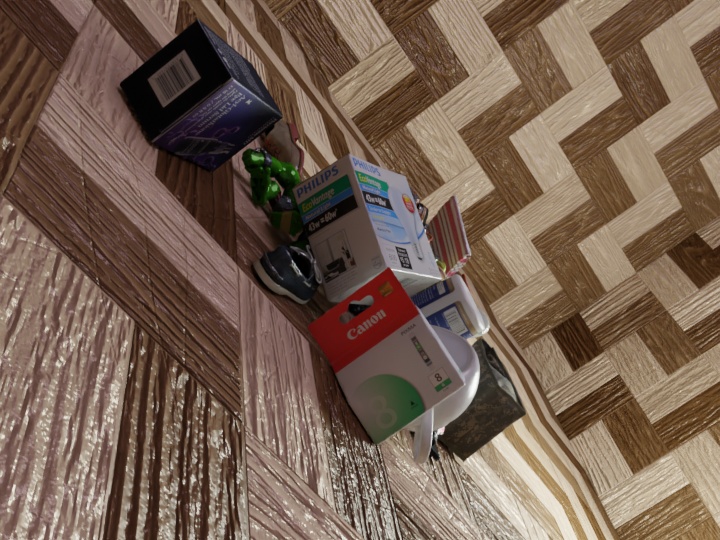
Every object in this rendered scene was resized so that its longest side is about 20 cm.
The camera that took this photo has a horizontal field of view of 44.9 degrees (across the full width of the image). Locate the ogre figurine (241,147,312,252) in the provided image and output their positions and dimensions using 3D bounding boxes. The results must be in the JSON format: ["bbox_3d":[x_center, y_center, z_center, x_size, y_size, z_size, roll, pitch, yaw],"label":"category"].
[{"bbox_3d":[-0.122,-0.119,1.489,0.200,0.099,0.119,43,26,13],"label":"ogre figurine"}]

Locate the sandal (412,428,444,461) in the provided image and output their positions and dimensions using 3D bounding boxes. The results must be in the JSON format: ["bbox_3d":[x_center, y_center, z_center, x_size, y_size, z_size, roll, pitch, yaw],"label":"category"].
[{"bbox_3d":[0.120,0.263,1.543,0.076,0.045,0.201,53,11,-17],"label":"sandal"}]

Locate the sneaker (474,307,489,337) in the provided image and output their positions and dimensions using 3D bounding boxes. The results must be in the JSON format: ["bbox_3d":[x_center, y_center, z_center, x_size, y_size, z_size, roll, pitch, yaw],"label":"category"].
[{"bbox_3d":[0.184,0.078,1.794,0.199,0.072,0.073,40,45,-28],"label":"sneaker"}]

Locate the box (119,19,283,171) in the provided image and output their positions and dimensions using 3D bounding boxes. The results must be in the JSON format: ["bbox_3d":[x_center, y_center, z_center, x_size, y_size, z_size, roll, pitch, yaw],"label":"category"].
[{"bbox_3d":[-0.221,-0.243,1.248,0.105,0.147,0.200,57,11,13],"label":"box"}]

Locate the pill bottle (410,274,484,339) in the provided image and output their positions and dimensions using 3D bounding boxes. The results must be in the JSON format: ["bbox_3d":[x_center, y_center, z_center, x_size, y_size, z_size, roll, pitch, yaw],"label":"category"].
[{"bbox_3d":[0.113,0.100,1.556,0.112,0.197,0.111,59,10,-18],"label":"pill bottle"}]

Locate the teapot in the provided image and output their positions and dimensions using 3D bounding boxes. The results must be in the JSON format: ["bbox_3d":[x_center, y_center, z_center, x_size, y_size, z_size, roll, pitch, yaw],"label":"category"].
[{"bbox_3d":[0.097,0.191,1.398,0.196,0.149,0.198,27,33,37],"label":"teapot"}]

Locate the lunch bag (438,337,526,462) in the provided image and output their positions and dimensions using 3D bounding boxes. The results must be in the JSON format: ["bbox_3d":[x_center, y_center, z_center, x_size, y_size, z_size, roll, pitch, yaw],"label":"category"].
[{"bbox_3d":[0.213,0.241,1.702,0.117,0.163,0.201,43,16,-26],"label":"lunch bag"}]

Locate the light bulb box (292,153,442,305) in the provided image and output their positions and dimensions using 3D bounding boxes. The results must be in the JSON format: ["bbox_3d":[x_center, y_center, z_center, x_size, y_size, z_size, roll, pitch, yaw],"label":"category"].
[{"bbox_3d":[0.013,-0.059,1.431,0.197,0.123,0.203,9,58,-59],"label":"light bulb box"}]

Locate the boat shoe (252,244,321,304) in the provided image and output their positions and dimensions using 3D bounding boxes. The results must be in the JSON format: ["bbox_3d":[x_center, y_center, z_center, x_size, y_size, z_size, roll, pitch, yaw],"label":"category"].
[{"bbox_3d":[-0.097,-0.001,1.314,0.076,0.061,0.200,57,10,20],"label":"boat shoe"}]

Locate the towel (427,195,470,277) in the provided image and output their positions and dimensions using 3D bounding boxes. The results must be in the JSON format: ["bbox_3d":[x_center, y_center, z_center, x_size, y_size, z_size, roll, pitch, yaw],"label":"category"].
[{"bbox_3d":[0.171,-0.044,1.845,0.029,0.200,0.149,4,57,-25],"label":"towel"}]

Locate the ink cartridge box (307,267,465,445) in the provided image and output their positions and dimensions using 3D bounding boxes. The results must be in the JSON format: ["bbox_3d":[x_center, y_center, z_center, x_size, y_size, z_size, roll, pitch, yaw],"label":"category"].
[{"bbox_3d":[0.035,0.124,1.267,0.202,0.160,0.050,55,7,0],"label":"ink cartridge box"}]

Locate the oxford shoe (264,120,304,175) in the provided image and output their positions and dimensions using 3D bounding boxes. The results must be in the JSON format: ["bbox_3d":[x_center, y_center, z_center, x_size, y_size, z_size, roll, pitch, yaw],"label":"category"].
[{"bbox_3d":[-0.164,-0.239,1.772,0.074,0.071,0.202,17,32,-28],"label":"oxford shoe"}]

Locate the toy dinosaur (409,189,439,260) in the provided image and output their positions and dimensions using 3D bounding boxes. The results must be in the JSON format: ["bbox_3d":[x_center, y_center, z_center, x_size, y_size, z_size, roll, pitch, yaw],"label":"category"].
[{"bbox_3d":[0.076,-0.039,1.567,0.101,0.202,0.136,23,-20,19],"label":"toy dinosaur"}]

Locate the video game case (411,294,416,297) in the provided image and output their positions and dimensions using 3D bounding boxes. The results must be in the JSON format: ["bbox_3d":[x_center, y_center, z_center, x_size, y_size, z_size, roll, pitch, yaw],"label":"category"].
[{"bbox_3d":[0.121,0.060,1.736,0.202,0.023,0.182,61,9,11],"label":"video game case"}]

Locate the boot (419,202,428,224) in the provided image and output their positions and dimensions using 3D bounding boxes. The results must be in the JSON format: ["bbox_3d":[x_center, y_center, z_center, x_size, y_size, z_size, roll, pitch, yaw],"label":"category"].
[{"bbox_3d":[0.047,-0.096,1.883,0.138,0.201,0.077,43,-10,-31],"label":"boot"}]

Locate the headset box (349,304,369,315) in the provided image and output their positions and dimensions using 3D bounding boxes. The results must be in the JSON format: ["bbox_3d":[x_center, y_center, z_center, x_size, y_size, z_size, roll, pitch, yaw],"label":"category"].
[{"bbox_3d":[0.000,0.000,1.662,0.200,0.092,0.176,43,17,-53],"label":"headset box"}]

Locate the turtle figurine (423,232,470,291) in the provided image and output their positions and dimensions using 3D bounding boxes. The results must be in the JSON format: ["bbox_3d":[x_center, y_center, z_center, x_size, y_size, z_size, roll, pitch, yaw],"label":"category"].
[{"bbox_3d":[0.138,0.008,1.698,0.201,0.064,0.162,51,22,-8],"label":"turtle figurine"}]
